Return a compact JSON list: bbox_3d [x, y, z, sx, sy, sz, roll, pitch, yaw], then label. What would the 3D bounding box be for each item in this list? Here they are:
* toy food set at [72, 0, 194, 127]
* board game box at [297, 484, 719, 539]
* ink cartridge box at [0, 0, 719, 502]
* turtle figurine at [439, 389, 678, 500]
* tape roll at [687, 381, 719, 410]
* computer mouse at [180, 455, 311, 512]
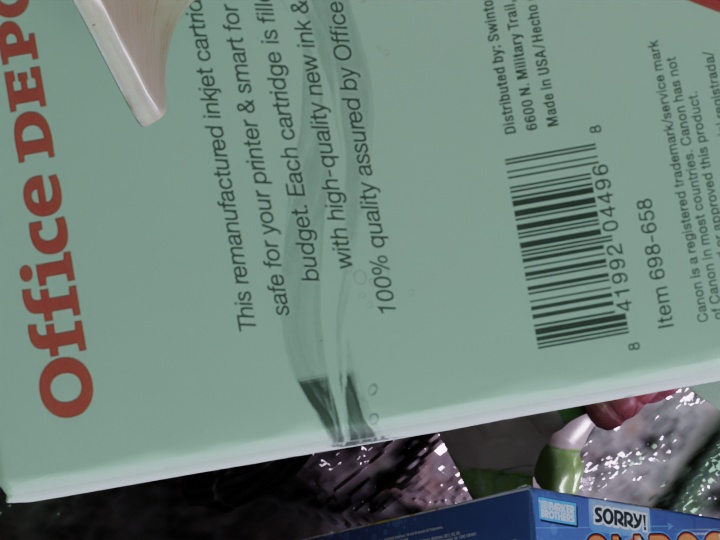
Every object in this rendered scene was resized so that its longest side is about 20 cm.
[{"bbox_3d":[0.018,-0.125,0.578,0.200,0.060,0.144,-27,135,-1],"label":"toy food set"},{"bbox_3d":[0.026,0.104,0.888,0.135,0.035,0.200,13,159,-42],"label":"board game box"},{"bbox_3d":[0.003,-0.033,0.700,0.199,0.145,0.084,-10,175,0],"label":"ink cartridge box"},{"bbox_3d":[0.133,0.028,0.869,0.194,0.144,0.200,-32,117,19],"label":"turtle figurine"},{"bbox_3d":[0.146,-0.048,0.788,0.202,0.203,0.037,-11,167,-17],"label":"tape roll"},{"bbox_3d":[0.000,0.000,0.859,0.034,0.059,0.200,28,119,-22],"label":"computer mouse"}]
